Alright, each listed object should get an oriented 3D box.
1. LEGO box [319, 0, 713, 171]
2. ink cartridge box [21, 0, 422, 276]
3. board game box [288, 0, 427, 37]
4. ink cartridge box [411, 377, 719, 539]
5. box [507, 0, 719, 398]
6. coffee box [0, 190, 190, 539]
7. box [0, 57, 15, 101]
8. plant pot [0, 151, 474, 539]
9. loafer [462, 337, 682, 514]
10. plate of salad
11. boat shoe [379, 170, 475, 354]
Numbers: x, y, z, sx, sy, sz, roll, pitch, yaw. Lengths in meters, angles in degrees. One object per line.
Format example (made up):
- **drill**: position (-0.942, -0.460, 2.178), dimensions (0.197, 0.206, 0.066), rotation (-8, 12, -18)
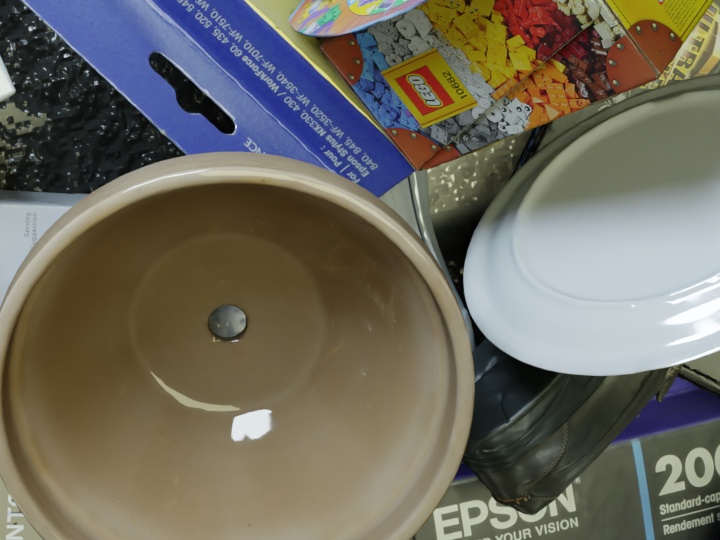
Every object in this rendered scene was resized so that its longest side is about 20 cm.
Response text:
- **LEGO box**: position (0.098, -0.148, 0.953), dimensions (0.077, 0.149, 0.200), rotation (51, 50, -17)
- **ink cartridge box**: position (-0.033, -0.135, 0.976), dimensions (0.198, 0.047, 0.200), rotation (43, 51, -16)
- **board game box**: position (0.040, -0.181, 0.915), dimensions (0.039, 0.158, 0.200), rotation (50, 50, -23)
- **ink cartridge box**: position (0.115, 0.131, 1.106), dimensions (0.198, 0.043, 0.200), rotation (-12, 99, -16)
- **box**: position (0.185, -0.044, 1.081), dimensions (0.198, 0.050, 0.200), rotation (27, 88, -4)
- **coffee box**: position (-0.142, 0.066, 0.998), dimensions (0.113, 0.080, 0.200), rotation (3, 96, -19)
- **box**: position (-0.238, -0.149, 0.919), dimensions (0.097, 0.124, 0.200), rotation (-26, 103, -12)
- **plant pot**: position (-0.055, 0.038, 0.918), dimensions (0.201, 0.093, 0.201), rotation (-1, 110, -3)
- **loafer**: position (0.125, 0.033, 1.028), dimensions (0.200, 0.073, 0.072), rotation (-39, 126, -9)
- **plate of salad**: position (0.143, -0.019, 0.973), dimensions (0.200, 0.200, 0.048), rotation (-37, 126, -10)
- **boat shoe**: position (0.000, 0.000, 1.033), dimensions (0.067, 0.074, 0.200), rotation (-11, 89, -43)
